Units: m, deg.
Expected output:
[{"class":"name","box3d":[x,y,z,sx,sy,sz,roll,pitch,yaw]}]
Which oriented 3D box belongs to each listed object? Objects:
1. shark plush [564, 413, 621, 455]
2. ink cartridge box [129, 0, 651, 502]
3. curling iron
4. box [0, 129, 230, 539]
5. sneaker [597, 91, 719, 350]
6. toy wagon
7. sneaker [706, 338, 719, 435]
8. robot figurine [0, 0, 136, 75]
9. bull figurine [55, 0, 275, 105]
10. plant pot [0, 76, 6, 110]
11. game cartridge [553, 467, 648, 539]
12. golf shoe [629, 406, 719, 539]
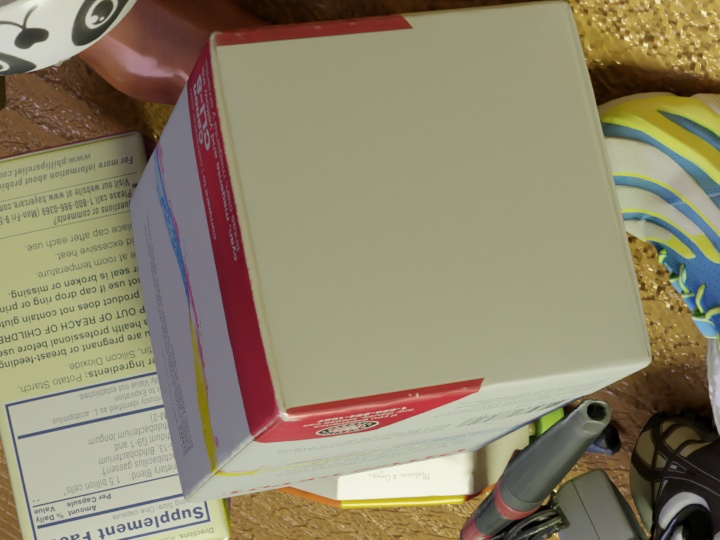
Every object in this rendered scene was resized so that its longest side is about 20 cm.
[{"class":"shark plush","box3d":[0.064,0.084,1.071,0.200,0.091,0.083,-19,146,40]},{"class":"ink cartridge box","box3d":[0.000,0.000,0.756,0.200,0.145,0.145,135,125,-68]},{"class":"curling iron","box3d":[0.077,0.088,0.810,0.200,0.049,0.026,101,145,-66]},{"class":"box","box3d":[-0.132,0.037,0.962,0.176,0.096,0.201,-155,54,-86]},{"class":"sneaker","box3d":[0.140,0.003,0.675,0.200,0.105,0.076,18,153,37]},{"class":"toy wagon","box3d":[0.011,0.065,0.947,0.155,0.040,0.200,-1,-166,-7]},{"class":"sneaker","box3d":[0.202,0.079,0.759,0.080,0.071,0.200,0,120,43]},{"class":"robot figurine","box3d":[-0.157,-0.168,0.716,0.150,0.125,0.200,9,138,41]},{"class":"bull figurine","box3d":[-0.104,-0.115,0.853,0.200,0.065,0.121,38,167,10]},{"class":"plant pot","box3d":[-0.312,-0.127,0.945,0.200,0.176,0.200,42,159,5]},{"class":"game cartridge","box3d":[0.151,0.196,0.904,0.200,0.041,0.133,65,-169,23]},{"class":"golf shoe","box3d":[0.161,0.116,0.902,0.078,0.095,0.200,33,160,3]}]
